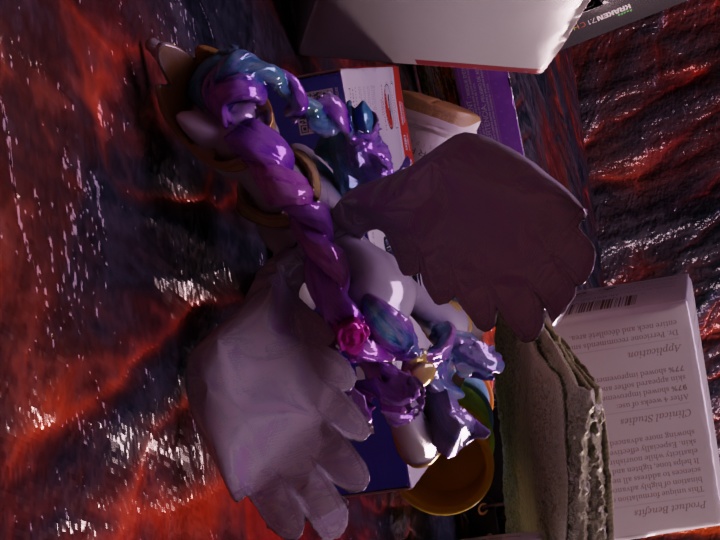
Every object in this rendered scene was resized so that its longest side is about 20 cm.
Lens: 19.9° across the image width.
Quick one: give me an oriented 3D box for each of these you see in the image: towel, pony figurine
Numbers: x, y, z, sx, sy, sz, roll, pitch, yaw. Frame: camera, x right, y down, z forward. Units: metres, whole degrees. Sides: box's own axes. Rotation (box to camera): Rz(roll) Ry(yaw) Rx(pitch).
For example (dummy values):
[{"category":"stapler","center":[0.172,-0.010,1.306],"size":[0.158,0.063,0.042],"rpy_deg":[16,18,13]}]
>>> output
[{"category":"towel","center":[0.110,0.122,1.191],"size":[0.149,0.036,0.201],"rpy_deg":[-118,-161,-63]},{"category":"pony figurine","center":[-0.005,0.006,0.819],"size":[0.193,0.166,0.200],"rpy_deg":[50,-2,30]}]

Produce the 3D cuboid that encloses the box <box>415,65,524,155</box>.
[{"category":"box","center":[0.067,-0.142,1.414],"size":[0.200,0.039,0.138],"rpy_deg":[-115,-168,-72]}]

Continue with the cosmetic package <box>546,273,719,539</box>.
[{"category":"cosmetic package","center":[0.227,0.122,1.825],"size":[0.166,0.166,0.202],"rpy_deg":[-40,121,-78]}]

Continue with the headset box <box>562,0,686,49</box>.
[{"category":"headset box","center":[0.162,-0.282,1.717],"size":[0.093,0.173,0.201],"rpy_deg":[53,20,-55]}]

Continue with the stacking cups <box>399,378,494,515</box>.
[{"category":"stacking cups","center":[0.060,0.087,1.252],"size":[0.200,0.060,0.061],"rpy_deg":[-59,139,-74]}]

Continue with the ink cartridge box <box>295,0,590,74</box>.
[{"category":"ink cartridge box","center":[0.043,-0.230,1.091],"size":[0.145,0.144,0.201],"rpy_deg":[118,-28,-61]}]

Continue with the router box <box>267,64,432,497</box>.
[{"category":"router box","center":[0.000,0.000,1.038],"size":[0.179,0.048,0.202],"rpy_deg":[-34,115,-79]}]

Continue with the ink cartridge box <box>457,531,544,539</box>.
[{"category":"ink cartridge box","center":[0.060,0.233,1.065],"size":[0.200,0.084,0.147],"rpy_deg":[-39,119,-79]}]

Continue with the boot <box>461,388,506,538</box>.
[{"category":"boot","center":[0.096,0.189,1.346],"size":[0.151,0.073,0.202],"rpy_deg":[-48,134,-76]}]

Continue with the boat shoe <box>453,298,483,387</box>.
[{"category":"boat shoe","center":[0.053,0.004,1.266],"size":[0.200,0.061,0.073],"rpy_deg":[-70,180,-64]}]

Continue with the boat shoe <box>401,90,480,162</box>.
[{"category":"boat shoe","center":[0.033,-0.063,1.251],"size":[0.200,0.070,0.070],"rpy_deg":[29,79,-86]}]
